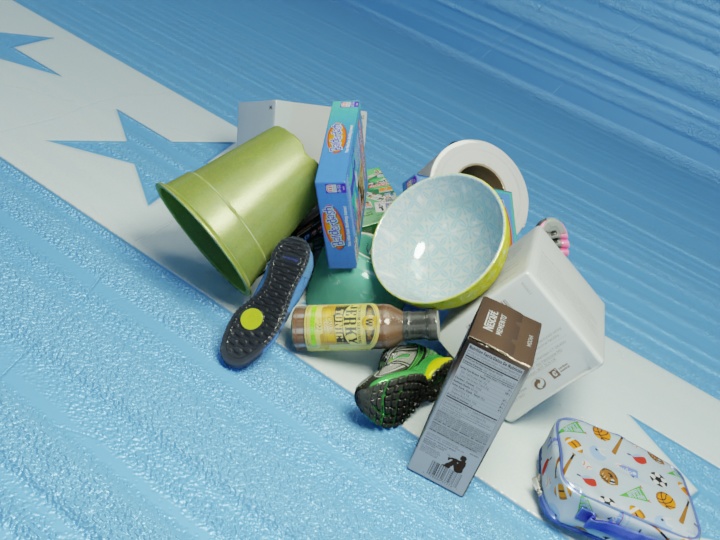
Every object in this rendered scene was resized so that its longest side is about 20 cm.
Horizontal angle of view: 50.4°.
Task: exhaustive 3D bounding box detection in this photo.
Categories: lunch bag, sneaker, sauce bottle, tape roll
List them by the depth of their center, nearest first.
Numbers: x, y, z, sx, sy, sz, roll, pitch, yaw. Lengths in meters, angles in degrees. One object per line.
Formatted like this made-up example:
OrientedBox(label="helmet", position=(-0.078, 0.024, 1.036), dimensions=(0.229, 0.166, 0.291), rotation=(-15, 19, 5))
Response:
OrientedBox(label="lunch bag", position=(0.311, 0.276, 0.949), dimensions=(0.198, 0.076, 0.161), rotation=(21, 29, -1))
OrientedBox(label="sneaker", position=(0.047, 0.146, 1.013), dimensions=(0.085, 0.079, 0.199), rotation=(27, 18, 26))
OrientedBox(label="sneaker", position=(-0.118, 0.052, 1.023), dimensions=(0.065, 0.079, 0.201), rotation=(21, 63, 11))
OrientedBox(label="sauce bottle", position=(0.007, 0.075, 1.030), dimensions=(0.198, 0.065, 0.065), rotation=(-4, 26, 9))
OrientedBox(label="sneaker", position=(0.296, 0.001, 1.317), dimensions=(0.078, 0.202, 0.095), rotation=(5, 18, -15))
OrientedBox(label="tape roll", position=(0.187, -0.120, 1.402), dimensions=(0.201, 0.139, 0.205), rotation=(6, 73, -19))

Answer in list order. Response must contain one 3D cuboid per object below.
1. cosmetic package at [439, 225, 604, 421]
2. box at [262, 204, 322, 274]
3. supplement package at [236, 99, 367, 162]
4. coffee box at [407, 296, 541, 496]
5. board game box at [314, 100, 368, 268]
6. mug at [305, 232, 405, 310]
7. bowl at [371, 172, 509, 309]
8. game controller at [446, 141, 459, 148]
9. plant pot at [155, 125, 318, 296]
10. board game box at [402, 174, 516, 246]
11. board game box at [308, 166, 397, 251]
OrientedBox(label="cosmetic package", position=(0.238, 0.071, 1.109), dimensions=(0.167, 0.167, 0.200), rotation=(48, 28, -5))
OrientedBox(label="box", position=(-0.136, -0.098, 1.238), dimensions=(0.199, 0.046, 0.159), rotation=(-35, 54, -19))
OrientedBox(label="supplement package", position=(-0.114, -0.233, 1.443), dimensions=(0.198, 0.154, 0.150), rotation=(-1, 9, -35))
OrientedBox(label="coffee box", position=(0.136, 0.149, 0.915), dimensions=(0.079, 0.201, 0.113), rotation=(25, 27, 9))
OrientedBox(label="board game box", position=(-0.023, -0.126, 1.101), dimensions=(0.044, 0.153, 0.201), rotation=(0, 42, 8))
OrientedBox(label="mug", position=(-0.005, 0.003, 1.176), dimensions=(0.151, 0.115, 0.185), rotation=(-3, 36, -38))
OrientedBox(label="bowl", position=(0.126, -0.025, 1.080), dimensions=(0.200, 0.200, 0.108), rotation=(44, 2, 38))
OrientedBox(label="game controller", position=(0.204, -0.169, 1.556), dimensions=(0.104, 0.201, 0.042), rotation=(32, 49, 18))
OrientedBox(label="plant pot", position=(-0.153, -0.102, 1.087), dimensions=(0.190, 0.201, 0.200), rotation=(-42, 57, -14))
OrientedBox(label="board game box", position=(0.167, -0.065, 1.254), dimensions=(0.198, 0.045, 0.154), rotation=(7, 71, -28))
OrientedBox(label="board game box", position=(-0.034, -0.104, 1.295), dimensions=(0.198, 0.029, 0.135), rotation=(-15, 48, -15))
